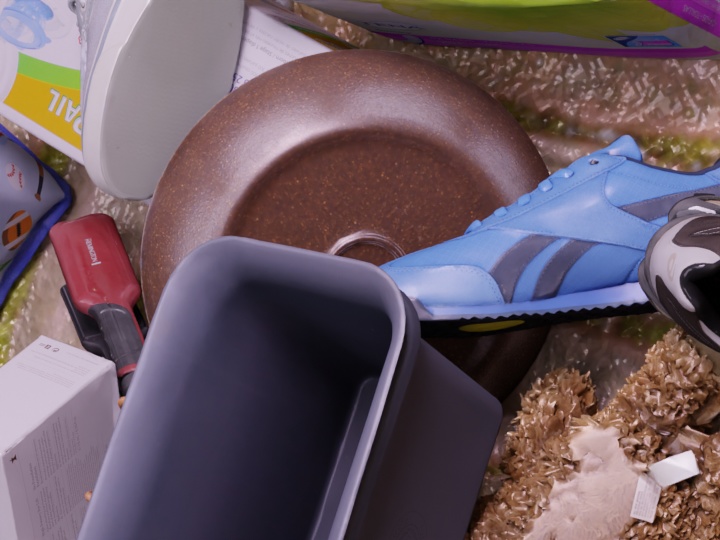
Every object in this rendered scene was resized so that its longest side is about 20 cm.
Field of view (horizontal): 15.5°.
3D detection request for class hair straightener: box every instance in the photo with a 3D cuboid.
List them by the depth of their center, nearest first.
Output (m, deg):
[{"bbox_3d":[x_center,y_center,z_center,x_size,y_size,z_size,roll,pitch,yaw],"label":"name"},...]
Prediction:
[{"bbox_3d":[-0.110,0.048,1.298,0.200,0.041,0.077,-128,27,-54],"label":"hair straightener"}]

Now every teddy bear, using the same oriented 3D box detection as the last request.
[{"bbox_3d":[0.115,0.106,1.189,0.145,0.067,0.200,37,86,18],"label":"teddy bear"}]

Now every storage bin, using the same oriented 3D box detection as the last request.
[{"bbox_3d":[-0.030,0.104,1.128,0.145,0.134,0.200,11,78,35],"label":"storage bin"}]

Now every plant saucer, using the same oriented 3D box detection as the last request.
[{"bbox_3d":[0.000,0.000,1.215,0.200,0.037,0.201,-2,102,-9],"label":"plant saucer"}]

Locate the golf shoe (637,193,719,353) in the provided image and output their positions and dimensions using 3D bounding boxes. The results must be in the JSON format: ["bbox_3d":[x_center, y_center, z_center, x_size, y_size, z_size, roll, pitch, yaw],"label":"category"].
[{"bbox_3d":[0.212,0.032,1.103,0.200,0.094,0.078,17,100,2],"label":"golf shoe"}]

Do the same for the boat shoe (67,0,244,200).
[{"bbox_3d":[-0.097,-0.133,1.232,0.071,0.070,0.201,13,89,47],"label":"boat shoe"}]

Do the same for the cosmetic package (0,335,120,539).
[{"bbox_3d":[-0.149,0.137,1.267,0.051,0.083,0.200,18,130,29],"label":"cosmetic package"}]

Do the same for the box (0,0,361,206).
[{"bbox_3d":[-0.080,-0.088,1.305,0.200,0.101,0.113,30,98,29],"label":"box"}]

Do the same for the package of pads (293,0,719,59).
[{"bbox_3d":[0.061,-0.142,1.203,0.200,0.154,0.068,6,86,30],"label":"package of pads"}]

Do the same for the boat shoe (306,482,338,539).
[{"bbox_3d":[-0.074,0.156,1.266,0.069,0.071,0.200,32,117,-9],"label":"boat shoe"}]

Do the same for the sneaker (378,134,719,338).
[{"bbox_3d":[0.088,-0.015,1.182,0.200,0.066,0.079,-9,85,-8],"label":"sneaker"}]

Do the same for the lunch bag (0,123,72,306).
[{"bbox_3d":[-0.276,-0.072,1.375,0.200,0.170,0.124,40,100,28],"label":"lunch bag"}]
